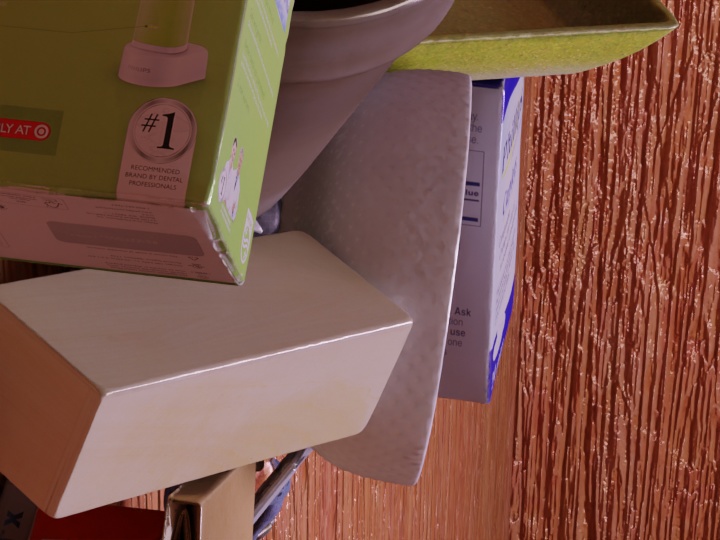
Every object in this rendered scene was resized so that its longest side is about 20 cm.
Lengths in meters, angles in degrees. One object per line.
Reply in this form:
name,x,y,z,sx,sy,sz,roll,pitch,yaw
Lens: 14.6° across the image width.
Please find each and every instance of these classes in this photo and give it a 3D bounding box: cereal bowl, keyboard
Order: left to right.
keyboard,-0.085,0.158,1.405,0.200,0.011,0.056,-52,177,19
cereal bowl,0.000,0.000,1.346,0.200,0.083,0.201,-173,-90,-88

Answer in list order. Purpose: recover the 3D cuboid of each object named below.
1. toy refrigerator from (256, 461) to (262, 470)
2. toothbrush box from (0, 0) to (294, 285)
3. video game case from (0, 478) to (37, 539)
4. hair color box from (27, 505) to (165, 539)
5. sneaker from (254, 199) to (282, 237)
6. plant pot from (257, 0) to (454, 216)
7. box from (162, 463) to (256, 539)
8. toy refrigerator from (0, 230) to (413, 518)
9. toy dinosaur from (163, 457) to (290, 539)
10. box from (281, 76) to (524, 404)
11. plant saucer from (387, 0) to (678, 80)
toy refrigerator,-0.092,0.017,1.329,0.200,0.070,0.076,84,-5,-55
toothbrush box,-0.100,-0.107,0.992,0.086,0.145,0.200,70,27,-71
video game case,-0.158,0.216,1.268,0.200,0.022,0.183,88,12,-50
hair color box,-0.118,0.210,1.241,0.111,0.064,0.200,-78,169,-49
sneaker,-0.070,-0.057,1.392,0.077,0.084,0.200,-52,156,-15
plant pot,-0.064,-0.116,1.181,0.174,0.200,0.200,112,-5,-47
box,-0.070,0.169,1.255,0.200,0.021,0.164,-29,122,-84
toy refrigerator,-0.075,0.042,1.184,0.200,0.076,0.070,-12,133,-52
toy dinosaur,-0.046,0.087,1.472,0.182,0.105,0.200,115,-23,-44
box,-0.007,-0.046,1.532,0.105,0.184,0.200,-68,163,-57
plant saucer,0.028,-0.154,1.450,0.200,0.200,0.048,51,-44,41
